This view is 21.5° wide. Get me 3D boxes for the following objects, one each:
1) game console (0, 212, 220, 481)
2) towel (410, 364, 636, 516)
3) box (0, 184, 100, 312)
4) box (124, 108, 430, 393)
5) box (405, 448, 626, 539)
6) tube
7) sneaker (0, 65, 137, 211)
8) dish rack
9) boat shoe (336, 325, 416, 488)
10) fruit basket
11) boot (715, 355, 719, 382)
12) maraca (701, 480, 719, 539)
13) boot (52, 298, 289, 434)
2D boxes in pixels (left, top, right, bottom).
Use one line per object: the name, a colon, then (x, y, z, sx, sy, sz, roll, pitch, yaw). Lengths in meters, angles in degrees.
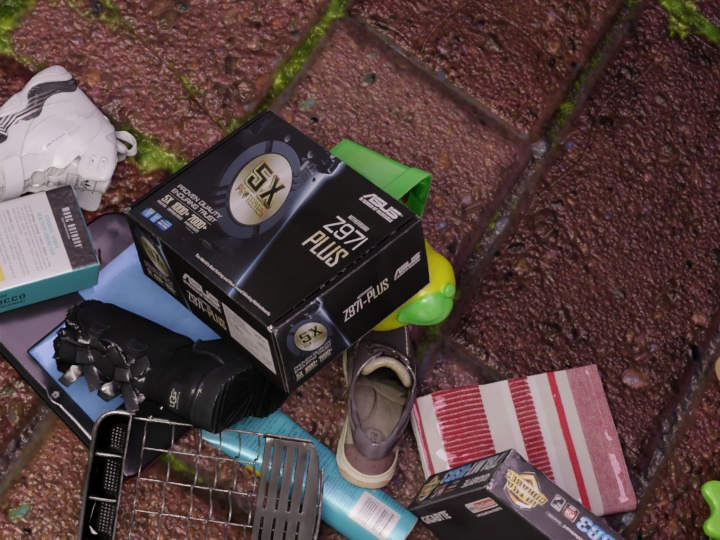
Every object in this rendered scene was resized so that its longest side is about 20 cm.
game console: (-0.211, 0.062, 1.674, 0.200, 0.031, 0.177, 46, 60, 4)
towel: (0.149, 0.171, 1.764, 0.200, 0.023, 0.144, -8, 73, -21)
box: (-0.331, -0.005, 1.630, 0.200, 0.049, 0.082, -16, 70, -17)
box: (-0.069, -0.020, 1.587, 0.164, 0.086, 0.200, -37, 53, -22)
box: (0.155, 0.240, 1.622, 0.198, 0.200, 0.050, 39, 68, -7)
tube: (-0.043, 0.180, 1.676, 0.200, 0.050, 0.077, 37, 41, 2)
sneaker: (-0.288, -0.087, 1.684, 0.115, 0.075, 0.200, 37, 57, 2)
dish rack: (-0.132, 0.199, 1.588, 0.200, 0.055, 0.154, 8, 94, -6)
boat shoe: (0.020, 0.100, 1.702, 0.072, 0.065, 0.200, 18, 47, -8)
fruit basket: (0.000, 0.000, 1.704, 0.215, 0.156, 0.216, 4, 55, -6)
boot: (0.452, 0.094, 1.888, 0.201, 0.071, 0.144, 31, 55, -8)
maraca: (0.405, 0.254, 1.771, 0.200, 0.107, 0.137, 44, 61, 3)
boot: (-0.156, 0.074, 1.620, 0.162, 0.073, 0.198, 20, 17, 20)
